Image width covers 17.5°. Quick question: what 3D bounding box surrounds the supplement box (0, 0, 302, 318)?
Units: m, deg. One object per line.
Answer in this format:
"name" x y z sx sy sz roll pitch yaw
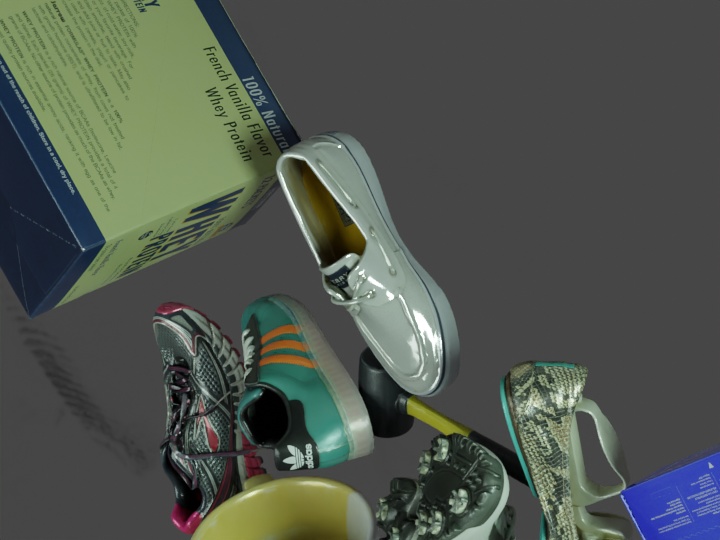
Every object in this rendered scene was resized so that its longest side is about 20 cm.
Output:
"supplement box" -0.186 -0.107 1.700 0.200 0.200 0.134 60 148 8

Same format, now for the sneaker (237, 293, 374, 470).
"sneaker" -0.062 0.081 1.731 0.200 0.080 0.071 -130 29 -55

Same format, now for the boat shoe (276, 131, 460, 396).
"boat shoe" 0.000 0.000 1.614 0.071 0.070 0.200 -25 88 38

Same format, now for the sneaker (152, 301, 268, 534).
"sneaker" -0.132 0.121 1.900 0.081 0.075 0.200 10 119 53

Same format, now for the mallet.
"mallet" 0.073 0.124 1.645 0.200 0.041 0.066 35 138 32

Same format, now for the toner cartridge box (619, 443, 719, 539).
"toner cartridge box" 0.243 0.145 1.400 0.095 0.043 0.200 62 148 3

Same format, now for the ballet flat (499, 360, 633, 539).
"ballet flat" 0.141 0.149 1.533 0.075 0.068 0.200 -5 114 11

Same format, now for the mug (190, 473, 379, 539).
"mug" -0.040 0.255 1.834 0.149 0.187 0.153 -1 125 21

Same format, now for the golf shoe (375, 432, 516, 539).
"golf shoe" 0.075 0.164 1.610 0.200 0.088 0.077 134 145 -67
